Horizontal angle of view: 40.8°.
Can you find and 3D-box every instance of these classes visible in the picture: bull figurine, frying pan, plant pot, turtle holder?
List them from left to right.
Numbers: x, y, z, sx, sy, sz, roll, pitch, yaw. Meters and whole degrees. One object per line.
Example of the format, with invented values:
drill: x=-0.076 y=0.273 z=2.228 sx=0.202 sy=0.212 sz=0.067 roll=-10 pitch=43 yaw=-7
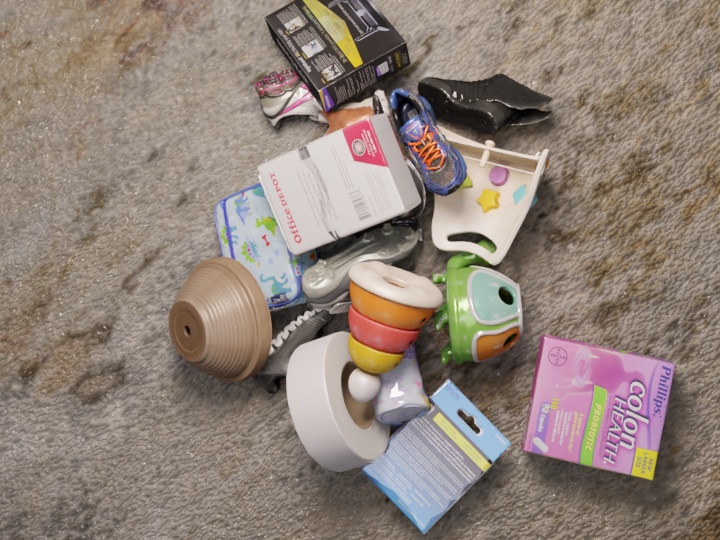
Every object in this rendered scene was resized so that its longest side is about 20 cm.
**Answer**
plant pot: x=-0.238 y=0.084 z=1.526 sx=0.199 sy=0.092 sz=0.203 roll=12 pitch=107 yaw=42
bull figurine: x=-0.036 y=-0.204 z=1.513 sx=0.121 sy=0.065 sz=0.202 roll=30 pitch=95 yaw=28
frying pan: x=0.052 y=-0.158 z=1.459 sx=0.114 sy=0.031 sz=0.192 roll=30 pitch=138 yaw=32
turtle holder: x=0.184 y=0.055 z=1.501 sx=0.130 sy=0.186 sz=0.142 roll=-6 pitch=120 yaw=9

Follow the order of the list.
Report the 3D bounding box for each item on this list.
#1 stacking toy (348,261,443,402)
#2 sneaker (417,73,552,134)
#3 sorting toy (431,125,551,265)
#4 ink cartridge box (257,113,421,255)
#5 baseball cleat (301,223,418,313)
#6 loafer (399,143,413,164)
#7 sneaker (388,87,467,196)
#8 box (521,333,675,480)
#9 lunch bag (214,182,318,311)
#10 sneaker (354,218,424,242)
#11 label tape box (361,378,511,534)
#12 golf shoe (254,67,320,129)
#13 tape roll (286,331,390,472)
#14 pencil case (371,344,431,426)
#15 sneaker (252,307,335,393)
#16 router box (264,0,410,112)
stacking toy: x=0.028 y=0.099 z=1.427 sx=0.145 sy=0.146 sz=0.202 roll=19 pitch=104 yaw=9
sneaker: x=0.194 y=-0.271 z=1.521 sx=0.199 sy=0.060 sz=0.104 roll=32 pitch=57 yaw=34
sorting toy: x=0.188 y=-0.107 z=1.484 sx=0.199 sy=0.107 sz=0.182 roll=18 pitch=89 yaw=33
ink cartridge box: x=-0.032 y=-0.126 z=1.434 sx=0.198 sy=0.083 sz=0.147 roll=-20 pitch=97 yaw=25
baseball cleat: x=0.000 y=0.000 z=1.512 sx=0.198 sy=0.107 sz=0.070 roll=-22 pitch=50 yaw=-11
loafer: x=0.031 y=-0.186 z=1.553 sx=0.200 sy=0.068 sz=0.076 roll=44 pitch=102 yaw=23
sneaker: x=0.091 y=-0.193 z=1.448 sx=0.075 sy=0.078 sz=0.201 roll=-38 pitch=60 yaw=15
box: x=0.359 y=0.205 z=1.479 sx=0.198 sy=0.097 sz=0.178 roll=12 pitch=91 yaw=8
lunch bag: x=-0.151 y=-0.034 z=1.550 sx=0.159 sy=0.082 sz=0.203 roll=-12 pitch=87 yaw=36
sneaker: x=-0.001 y=-0.077 z=1.557 sx=0.197 sy=0.060 sz=0.106 roll=-11 pitch=83 yaw=5
label tape box: x=0.120 y=0.291 z=1.533 sx=0.143 sy=0.066 sz=0.200 roll=44 pitch=93 yaw=7
golf shoe: x=-0.067 y=-0.296 z=1.575 sx=0.198 sy=0.073 sz=0.093 roll=-17 pitch=118 yaw=4
tape roll: x=-0.031 y=0.200 z=1.482 sx=0.070 sy=0.202 sz=0.205 roll=-19 pitch=86 yaw=24
pencil case: x=0.051 y=0.135 z=1.505 sx=0.090 sy=0.083 sz=0.202 roll=-5 pitch=66 yaw=-17
sneaker: x=-0.097 y=0.126 z=1.570 sx=0.199 sy=0.066 sz=0.091 roll=-39 pitch=88 yaw=10
router box: x=-0.038 y=-0.360 z=1.513 sx=0.156 sy=0.052 sz=0.201 roll=-29 pitch=57 yaw=-6
